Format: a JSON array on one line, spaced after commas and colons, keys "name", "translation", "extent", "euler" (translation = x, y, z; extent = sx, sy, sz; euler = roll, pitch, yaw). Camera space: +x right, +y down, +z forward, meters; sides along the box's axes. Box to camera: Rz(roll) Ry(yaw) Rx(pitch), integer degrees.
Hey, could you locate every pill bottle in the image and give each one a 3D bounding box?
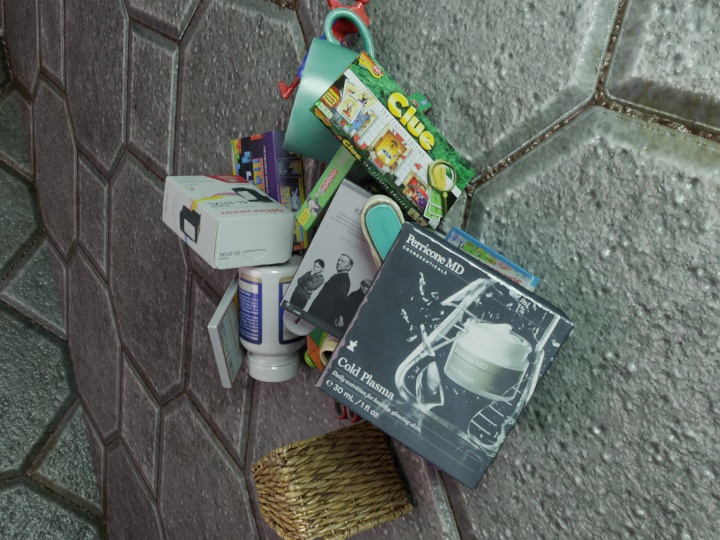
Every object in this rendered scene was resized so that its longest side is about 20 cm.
[{"name": "pill bottle", "translation": [-0.149, 0.079, 1.206], "extent": [0.119, 0.118, 0.204], "euler": [22, 115, 50]}]

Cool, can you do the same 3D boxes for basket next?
[{"name": "basket", "translation": [-0.050, 0.329, 1.048], "extent": [0.143, 0.197, 0.151], "euler": [-43, 63, 47]}]

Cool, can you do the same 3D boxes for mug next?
[{"name": "mug", "translation": [-0.029, -0.236, 0.955], "extent": [0.154, 0.112, 0.186], "euler": [-82, 12, -45]}]

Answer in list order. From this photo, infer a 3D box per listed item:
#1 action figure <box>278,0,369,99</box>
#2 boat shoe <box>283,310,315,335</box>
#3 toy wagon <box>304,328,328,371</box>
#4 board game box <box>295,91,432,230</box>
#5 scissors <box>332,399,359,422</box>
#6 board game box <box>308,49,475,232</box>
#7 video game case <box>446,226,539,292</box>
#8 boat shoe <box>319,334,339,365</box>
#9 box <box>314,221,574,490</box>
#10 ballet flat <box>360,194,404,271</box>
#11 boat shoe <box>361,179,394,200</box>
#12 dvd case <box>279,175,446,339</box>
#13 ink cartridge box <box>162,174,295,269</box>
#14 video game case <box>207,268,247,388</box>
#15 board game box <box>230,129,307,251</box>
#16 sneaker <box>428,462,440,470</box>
[{"name": "action figure", "translation": [-0.053, -0.348, 1.025], "extent": [0.200, 0.065, 0.100], "euler": [-40, 56, 38]}, {"name": "boat shoe", "translation": [-0.038, 0.008, 0.972], "extent": [0.072, 0.062, 0.200], "euler": [42, 118, -8]}, {"name": "toy wagon", "translation": [-0.028, 0.113, 1.057], "extent": [0.201, 0.039, 0.155], "euler": [52, 131, 1]}, {"name": "board game box", "translation": [0.001, -0.144, 0.941], "extent": [0.029, 0.134, 0.200], "euler": [49, 137, 7]}, {"name": "scissors", "translation": [-0.041, 0.153, 1.163], "extent": [0.073, 0.014, 0.204], "euler": [-26, 74, 56]}, {"name": "board game box", "translation": [0.042, -0.150, 0.824], "extent": [0.200, 0.105, 0.023], "euler": [44, 151, -13]}, {"name": "video game case", "translation": [0.113, 0.064, 0.858], "extent": [0.143, 0.018, 0.202], "euler": [38, 103, 45]}, {"name": "boat shoe", "translation": [0.013, 0.170, 0.984], "extent": [0.200, 0.069, 0.074], "euler": [49, 127, -1]}, {"name": "box", "translation": [0.089, 0.083, 0.754], "extent": [0.198, 0.124, 0.199], "euler": [31, 97, 8]}, {"name": "ballet flat", "translation": [0.052, 0.003, 0.853], "extent": [0.062, 0.066, 0.203], "euler": [-87, -19, -77]}, {"name": "boat shoe", "translation": [0.037, -0.026, 0.977], "extent": [0.072, 0.060, 0.206], "euler": [-12, 87, 53]}, {"name": "dvd case", "translation": [0.000, 0.000, 0.911], "extent": [0.149, 0.025, 0.202], "euler": [29, 113, -2]}, {"name": "ink cartridge box", "translation": [-0.217, -0.086, 1.154], "extent": [0.199, 0.144, 0.084], "euler": [34, 121, 44]}, {"name": "video game case", "translation": [-0.213, 0.083, 1.235], "extent": [0.017, 0.201, 0.145], "euler": [5, 129, 11]}, {"name": "board game box", "translation": [-0.164, -0.136, 1.238], "extent": [0.164, 0.056, 0.204], "euler": [3, 99, 55]}, {"name": "sneaker", "translation": [0.118, 0.164, 0.880], "extent": [0.080, 0.087, 0.204], "euler": [11, 104, 54]}]
